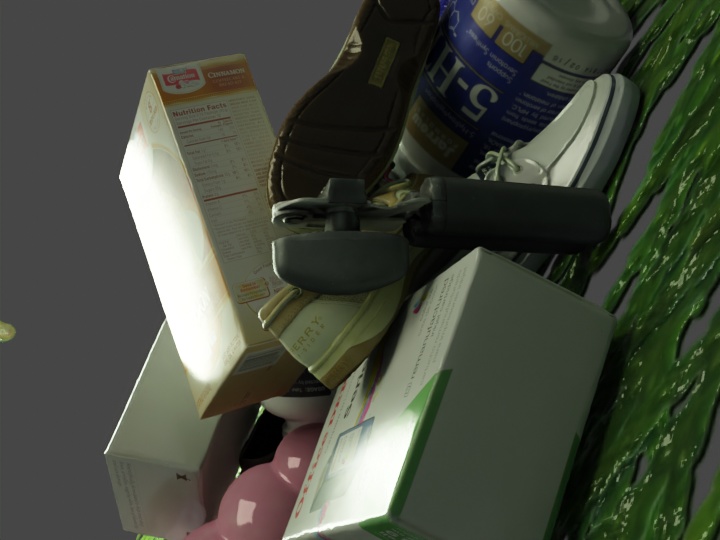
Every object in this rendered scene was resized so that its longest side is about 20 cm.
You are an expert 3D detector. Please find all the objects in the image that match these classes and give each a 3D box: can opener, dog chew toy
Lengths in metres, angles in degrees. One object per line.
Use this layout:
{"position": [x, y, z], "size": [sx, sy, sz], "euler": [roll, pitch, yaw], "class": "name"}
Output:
{"position": [0.046, -0.015, 0.638], "size": [0.053, 0.198, 0.068], "euler": [146, 125, -68], "class": "can opener"}
{"position": [-0.060, 0.200, 0.838], "size": [0.201, 0.124, 0.125], "euler": [-57, 11, -1], "class": "dog chew toy"}

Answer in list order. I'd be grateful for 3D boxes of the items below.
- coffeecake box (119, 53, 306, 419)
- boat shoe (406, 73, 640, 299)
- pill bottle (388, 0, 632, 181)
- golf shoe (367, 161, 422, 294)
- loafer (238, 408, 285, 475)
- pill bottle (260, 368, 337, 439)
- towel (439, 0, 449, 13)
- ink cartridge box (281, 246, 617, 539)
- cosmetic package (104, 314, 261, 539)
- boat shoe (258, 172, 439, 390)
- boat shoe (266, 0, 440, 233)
{"position": [-0.097, -0.020, 0.796], "size": [0.202, 0.072, 0.154], "euler": [69, 155, 17], "class": "coffeecake box"}
{"position": [0.098, -0.044, 0.724], "size": [0.201, 0.066, 0.074], "euler": [-59, 12, 10], "class": "boat shoe"}
{"position": [0.089, -0.120, 0.812], "size": [0.201, 0.119, 0.120], "euler": [-57, 13, 37], "class": "pill bottle"}
{"position": [0.000, 0.000, 0.798], "size": [0.073, 0.091, 0.202], "euler": [-44, 68, 55], "class": "golf shoe"}
{"position": [-0.053, 0.128, 0.990], "size": [0.201, 0.071, 0.063], "euler": [-63, -36, -52], "class": "loafer"}
{"position": [-0.034, 0.040, 0.904], "size": [0.112, 0.111, 0.202], "euler": [-139, 43, -79], "class": "pill bottle"}
{"position": [0.072, -0.195, 1.133], "size": [0.148, 0.049, 0.202], "euler": [78, -148, -70], "class": "towel"}
{"position": [0.040, 0.093, 0.630], "size": [0.146, 0.087, 0.200], "euler": [-68, 9, -21], "class": "ink cartridge box"}
{"position": [-0.132, 0.109, 0.937], "size": [0.201, 0.080, 0.114], "euler": [-70, -13, -45], "class": "cosmetic package"}
{"position": [0.002, -0.011, 0.692], "size": [0.073, 0.063, 0.201], "euler": [-48, 7, 41], "class": "boat shoe"}
{"position": [-0.002, -0.099, 0.757], "size": [0.201, 0.071, 0.076], "euler": [-60, -4, -24], "class": "boat shoe"}
